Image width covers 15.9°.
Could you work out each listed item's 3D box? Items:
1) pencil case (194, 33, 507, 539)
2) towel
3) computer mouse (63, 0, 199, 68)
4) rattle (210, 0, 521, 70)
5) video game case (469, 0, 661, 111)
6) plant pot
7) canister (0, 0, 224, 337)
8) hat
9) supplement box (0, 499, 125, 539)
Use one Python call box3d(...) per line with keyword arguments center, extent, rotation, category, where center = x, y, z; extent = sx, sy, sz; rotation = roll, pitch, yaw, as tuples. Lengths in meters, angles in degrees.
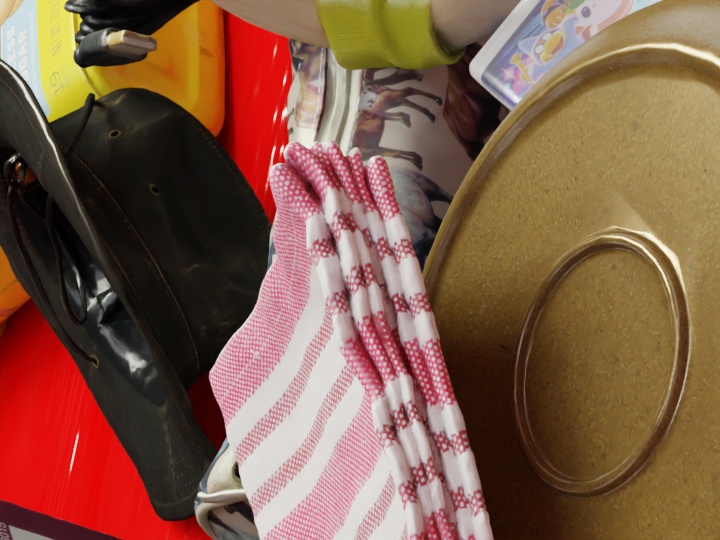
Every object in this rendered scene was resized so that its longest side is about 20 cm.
box3d(center=(0.000, 0.000, 0.852), extent=(0.078, 0.089, 0.200), rotation=(2, 68, 22), category="pencil case")
box3d(center=(-0.001, 0.084, 0.663), extent=(0.146, 0.030, 0.200), rotation=(113, 146, -59), category="towel")
box3d(center=(-0.029, -0.118, 0.930), extent=(0.200, 0.140, 0.046), rotation=(7, 122, 57), category="computer mouse")
box3d(center=(-0.022, -0.159, 0.775), extent=(0.130, 0.200, 0.143), rotation=(1, 63, 62), category="rattle")
box3d(center=(0.121, -0.065, 0.655), extent=(0.143, 0.018, 0.200), rotation=(-51, 37, 6), category="video game case")
box3d(center=(0.065, 0.024, 0.628), extent=(0.200, 0.027, 0.200), rotation=(-27, 57, 51), category="plant pot")
box3d(center=(-0.148, -0.064, 1.116), extent=(0.200, 0.086, 0.149), rotation=(-38, 43, 37), category="canister")
box3d(center=(-0.079, -0.009, 0.973), extent=(0.201, 0.081, 0.201), rotation=(53, 159, 30), category="hat")
box3d(center=(-0.145, 0.201, 0.934), extent=(0.200, 0.103, 0.131), rotation=(-55, 34, 20), category="supplement box")
